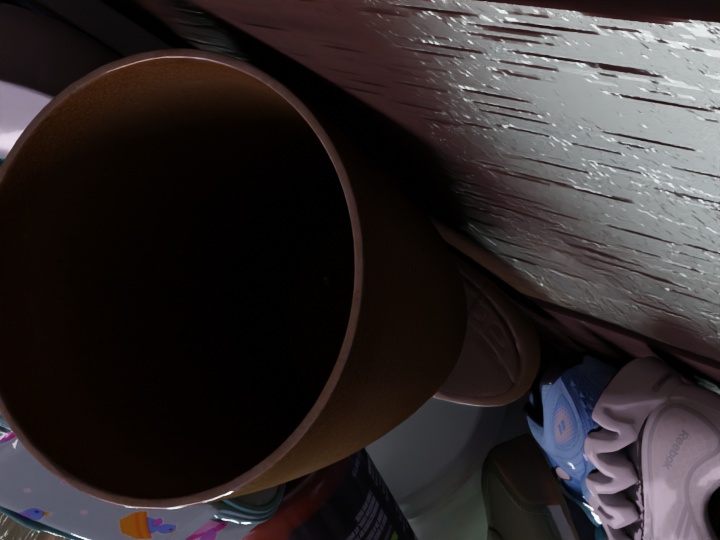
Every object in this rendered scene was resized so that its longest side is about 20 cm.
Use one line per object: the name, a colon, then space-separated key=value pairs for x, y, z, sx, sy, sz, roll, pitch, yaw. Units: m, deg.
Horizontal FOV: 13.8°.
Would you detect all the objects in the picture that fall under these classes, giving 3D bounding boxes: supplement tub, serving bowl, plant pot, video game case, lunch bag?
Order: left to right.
serving bowl: x=-0.179 y=-0.076 z=1.392 sx=0.199 sy=0.066 sz=0.200 roll=8 pitch=156 yaw=3
lunch bag: x=-0.128 y=0.038 z=1.356 sx=0.200 sy=0.077 sz=0.161 roll=27 pitch=-137 yaw=-31
video game case: x=-0.103 y=-0.094 z=1.457 sx=0.143 sy=0.018 sz=0.200 roll=34 pitch=175 yaw=9
plant pot: x=-0.036 y=0.011 z=1.284 sx=0.186 sy=0.187 sz=0.200 roll=31 pitch=-170 yaw=26
supplement tub: x=-0.017 y=0.160 z=1.485 sx=0.107 sy=0.107 sz=0.200 roll=27 pitch=152 yaw=53
supplement tub: x=0.072 y=0.116 z=1.610 sx=0.140 sy=0.141 sz=0.200 roll=28 pitch=172 yaw=47

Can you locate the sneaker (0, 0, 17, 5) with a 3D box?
sneaker: x=-0.214 y=-0.111 z=1.494 sx=0.099 sy=0.075 sz=0.200 roll=-9 pitch=154 yaw=9

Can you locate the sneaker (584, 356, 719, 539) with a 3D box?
sneaker: x=0.150 y=0.136 z=1.326 sx=0.081 sy=0.075 sz=0.201 roll=15 pitch=129 yaw=32

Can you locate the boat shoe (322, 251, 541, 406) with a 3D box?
boat shoe: x=0.000 y=0.000 z=1.451 sx=0.199 sy=0.073 sz=0.065 roll=29 pitch=-165 yaw=3

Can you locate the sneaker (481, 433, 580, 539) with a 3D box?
sneaker: x=0.079 y=0.189 z=1.467 sx=0.067 sy=0.090 sz=0.201 roll=125 pitch=126 yaw=-82

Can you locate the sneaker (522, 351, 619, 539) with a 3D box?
sneaker: x=0.126 y=0.080 z=1.458 sx=0.090 sy=0.078 sz=0.200 roll=51 pitch=176 yaw=15
